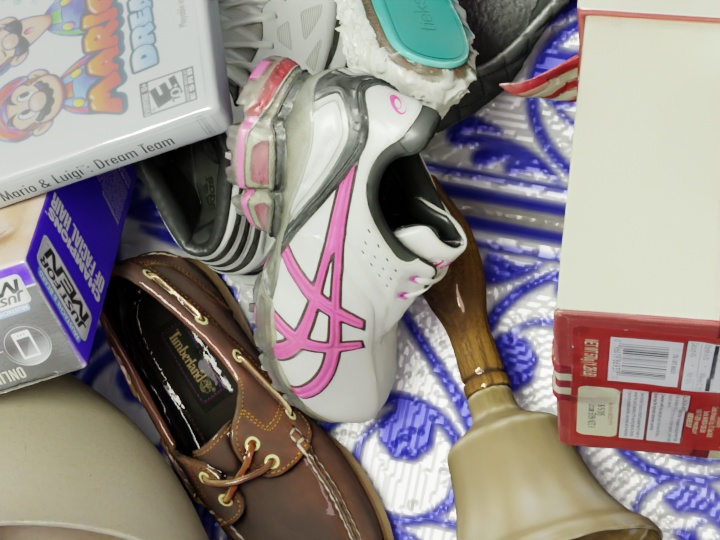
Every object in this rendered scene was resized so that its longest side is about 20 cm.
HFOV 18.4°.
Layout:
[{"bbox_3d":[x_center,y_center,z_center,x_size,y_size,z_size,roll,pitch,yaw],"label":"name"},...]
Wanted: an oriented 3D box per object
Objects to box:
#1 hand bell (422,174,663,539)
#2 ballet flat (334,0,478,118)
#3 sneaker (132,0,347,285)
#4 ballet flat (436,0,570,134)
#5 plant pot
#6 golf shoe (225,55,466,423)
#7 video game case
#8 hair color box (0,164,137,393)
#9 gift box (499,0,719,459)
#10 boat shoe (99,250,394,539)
[{"bbox_3d":[0.055,0.046,1.012,0.104,0.104,0.200,-23,68,12],"label":"hand bell"},{"bbox_3d":[0.006,-0.135,1.019,0.072,0.072,0.200,-19,47,13],"label":"ballet flat"},{"bbox_3d":[-0.055,-0.097,1.029,0.076,0.115,0.201,1,85,16],"label":"sneaker"},{"bbox_3d":[0.068,-0.138,1.028,0.200,0.057,0.066,-46,73,10],"label":"ballet flat"},{"bbox_3d":[-0.165,0.118,1.019,0.200,0.200,0.134,-21,48,13],"label":"plant pot"},{"bbox_3d":[0.000,0.000,0.969,0.092,0.200,0.073,13,49,21],"label":"golf shoe"},{"bbox_3d":[-0.152,-0.118,0.991,0.182,0.024,0.200,-17,56,13],"label":"video game case"},{"bbox_3d":[-0.170,-0.019,1.015,0.109,0.200,0.065,-17,121,13],"label":"hair color box"},{"bbox_3d":[0.151,-0.037,0.906,0.200,0.185,0.187,8,68,4],"label":"gift box"},{"bbox_3d":[-0.060,0.079,1.038,0.070,0.070,0.200,-41,77,14],"label":"boat shoe"}]
